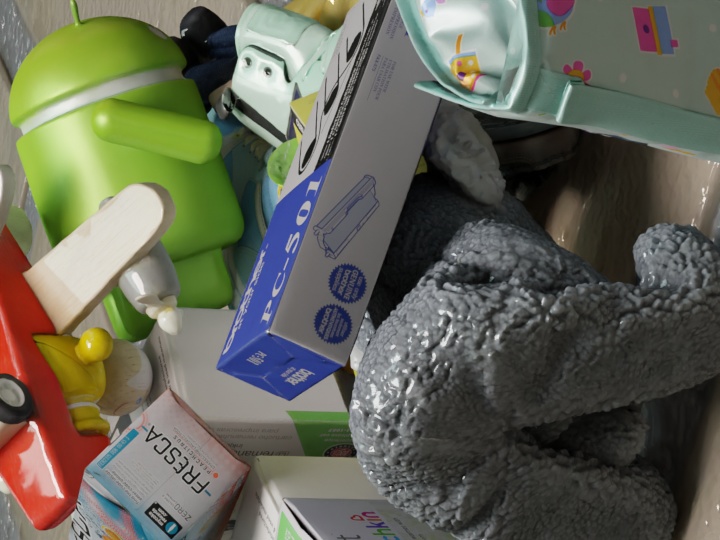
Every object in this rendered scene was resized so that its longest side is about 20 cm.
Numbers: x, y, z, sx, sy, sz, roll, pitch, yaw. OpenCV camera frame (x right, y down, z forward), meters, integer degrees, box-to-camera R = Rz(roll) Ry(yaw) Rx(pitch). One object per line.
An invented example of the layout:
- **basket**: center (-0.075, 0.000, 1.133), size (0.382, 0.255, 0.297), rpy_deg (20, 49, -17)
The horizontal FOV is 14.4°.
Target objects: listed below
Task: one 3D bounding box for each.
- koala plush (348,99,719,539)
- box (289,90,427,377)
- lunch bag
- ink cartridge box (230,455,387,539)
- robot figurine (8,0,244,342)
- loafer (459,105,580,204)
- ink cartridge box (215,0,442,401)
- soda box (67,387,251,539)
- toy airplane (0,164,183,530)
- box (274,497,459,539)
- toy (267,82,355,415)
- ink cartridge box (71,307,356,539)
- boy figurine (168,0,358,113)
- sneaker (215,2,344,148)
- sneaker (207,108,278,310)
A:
- **koala plush**: center (0.057, 0.019, 1.375), size (0.200, 0.183, 0.178), rpy_deg (-119, 40, -48)
- **box**: center (0.021, -0.010, 1.507), size (0.050, 0.075, 0.201), rpy_deg (-125, 16, -51)
- **lunch bag**: center (0.106, -0.126, 1.298), size (0.122, 0.169, 0.201), rpy_deg (-54, 39, 35)
- **ink cartridge box**: center (-0.006, 0.207, 1.552), size (0.088, 0.144, 0.201), rpy_deg (-121, 41, -50)
- **robot figurine**: center (-0.142, -0.062, 1.711), size (0.175, 0.115, 0.201), rpy_deg (146, 104, -78)
- **loafer**: center (0.075, -0.057, 1.517), size (0.200, 0.071, 0.063), rpy_deg (-171, 65, -73)
- **ink cartridge box**: center (-0.006, -0.043, 1.365), size (0.201, 0.044, 0.094), rpy_deg (-70, 13, -18)
- **soda box**: center (-0.115, 0.137, 1.561), size (0.064, 0.068, 0.200), rpy_deg (42, 158, 8)
- **toy airplane**: center (-0.183, 0.041, 1.628), size (0.199, 0.141, 0.201), rpy_deg (10, 83, 54)
- **box**: center (0.038, 0.223, 1.411), size (0.097, 0.175, 0.201), rpy_deg (-138, 54, -60)
- **toy**: center (0.000, 0.000, 1.595), size (0.200, 0.047, 0.116), rpy_deg (63, -154, -48)
- **ink cartridge box**: center (-0.078, 0.115, 1.731), size (0.200, 0.145, 0.084), rpy_deg (120, 144, -46)
- **boy figurine**: center (-0.045, -0.139, 1.737), size (0.199, 0.124, 0.065), rpy_deg (-12, 119, 51)
- **sneaker**: center (-0.015, -0.131, 1.611), size (0.118, 0.074, 0.201), rpy_deg (35, 134, 10)
- **sneaker**: center (-0.043, -0.067, 1.767), size (0.131, 0.079, 0.201), rpy_deg (-59, 36, 38)
